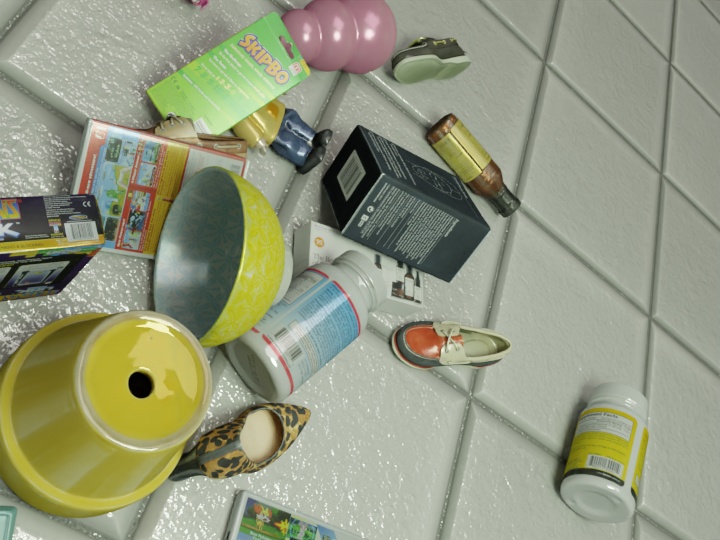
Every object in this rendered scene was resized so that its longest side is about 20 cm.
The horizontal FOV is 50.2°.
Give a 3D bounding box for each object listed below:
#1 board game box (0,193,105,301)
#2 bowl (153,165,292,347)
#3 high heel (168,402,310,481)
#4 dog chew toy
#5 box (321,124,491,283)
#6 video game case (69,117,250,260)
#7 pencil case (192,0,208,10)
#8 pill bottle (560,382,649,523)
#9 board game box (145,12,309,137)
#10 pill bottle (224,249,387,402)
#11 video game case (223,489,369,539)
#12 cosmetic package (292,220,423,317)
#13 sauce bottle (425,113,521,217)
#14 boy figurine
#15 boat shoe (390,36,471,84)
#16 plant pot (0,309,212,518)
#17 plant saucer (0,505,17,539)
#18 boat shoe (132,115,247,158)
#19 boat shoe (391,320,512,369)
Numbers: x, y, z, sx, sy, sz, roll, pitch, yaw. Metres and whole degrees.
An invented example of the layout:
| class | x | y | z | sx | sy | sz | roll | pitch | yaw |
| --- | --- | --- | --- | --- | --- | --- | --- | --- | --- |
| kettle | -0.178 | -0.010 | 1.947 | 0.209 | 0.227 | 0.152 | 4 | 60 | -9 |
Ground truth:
| class | x | y | z | sx | sy | sz | roll | pitch | yaw |
| --- | --- | --- | --- | --- | --- | --- | --- | --- | --- |
| board game box | -0.366 | -0.013 | 0.727 | 0.198 | 0.165 | 0.057 | -8 | 78 | -40 |
| bowl | -0.141 | -0.006 | 0.865 | 0.107 | 0.199 | 0.203 | 14 | 63 | -39 |
| high heel | -0.105 | 0.185 | 0.861 | 0.199 | 0.142 | 0.072 | -17 | 81 | -41 |
| dog chew toy | -0.042 | -0.360 | 1.171 | 0.198 | 0.124 | 0.126 | -15 | 80 | -33 |
| box | 0.063 | -0.095 | 1.103 | 0.198 | 0.107 | 0.149 | 23 | 27 | -28 |
| video game case | -0.237 | -0.084 | 0.907 | 0.198 | 0.017 | 0.145 | 10 | 101 | -35 |
| pencil case | -0.287 | -0.428 | 1.029 | 0.198 | 0.090 | 0.095 | 15 | 76 | -30 |
| pill bottle | 0.397 | 0.287 | 1.232 | 0.114 | 0.114 | 0.201 | 43 | 51 | -15 |
| board game box | -0.169 | -0.244 | 1.001 | 0.199 | 0.030 | 0.096 | -35 | 109 | -9 |
| pill bottle | -0.062 | 0.062 | 0.949 | 0.199 | 0.109 | 0.109 | -38 | 95 | -30 |
| video game case | -0.079 | 0.374 | 0.880 | 0.199 | 0.022 | 0.184 | 30 | 55 | -24 |
| cosmetic package | 0.000 | 0.000 | 1.087 | 0.198 | 0.050 | 0.084 | 17 | 60 | -32 |
| sauce bottle | 0.195 | -0.175 | 1.310 | 0.200 | 0.066 | 0.066 | 49 | 49 | -13 |
| boy figurine | -0.134 | -0.224 | 1.073 | 0.199 | 0.064 | 0.125 | 37 | 55 | -23 |
| boat shoe | 0.113 | -0.368 | 1.328 | 0.200 | 0.072 | 0.061 | -18 | 78 | -48 |
| plant pot | -0.242 | 0.127 | 0.749 | 0.199 | 0.188 | 0.203 | 15 | 62 | -31 |
| plant saucer | -0.359 | 0.313 | 0.689 | 0.069 | 0.019 | 0.202 | 16 | 63 | -32 |
| boat shoe | -0.229 | -0.156 | 0.943 | 0.198 | 0.076 | 0.073 | 9 | 106 | -36 |
| boat shoe | 0.137 | 0.110 | 1.139 | 0.198 | 0.062 | 0.072 | 11 | 66 | -33 |
